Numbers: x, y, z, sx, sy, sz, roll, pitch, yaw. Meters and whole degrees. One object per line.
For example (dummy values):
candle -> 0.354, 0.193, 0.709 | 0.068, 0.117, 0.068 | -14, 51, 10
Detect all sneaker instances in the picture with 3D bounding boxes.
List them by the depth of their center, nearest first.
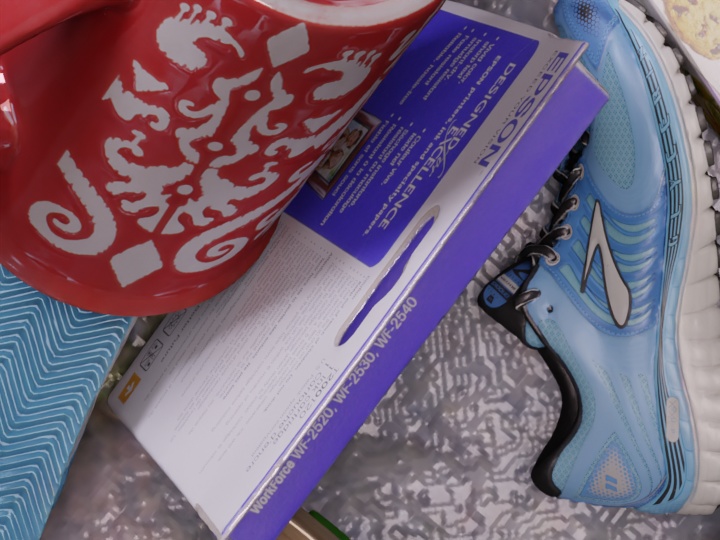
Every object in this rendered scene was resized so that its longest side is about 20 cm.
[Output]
sneaker -> -0.134, 0.054, 1.005 | 0.076, 0.081, 0.201 | 32, 90, -4
sneaker -> 0.086, -0.006, 1.019 | 0.089, 0.078, 0.202 | -6, 90, 1

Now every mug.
mug -> -0.062, -0.069, 0.877 | 0.133, 0.200, 0.178 | 46, 58, -1

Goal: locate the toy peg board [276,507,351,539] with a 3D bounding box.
toy peg board -> -0.011, 0.207, 1.018 | 0.200, 0.098, 0.199 | 40, 104, -2

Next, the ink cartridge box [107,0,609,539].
ink cartridge box -> 0.000, 0.000, 0.953 | 0.043, 0.200, 0.199 | 37, 89, -18

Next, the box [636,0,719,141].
box -> 0.128, -0.099, 1.038 | 0.041, 0.039, 0.201 | -33, 92, -3
